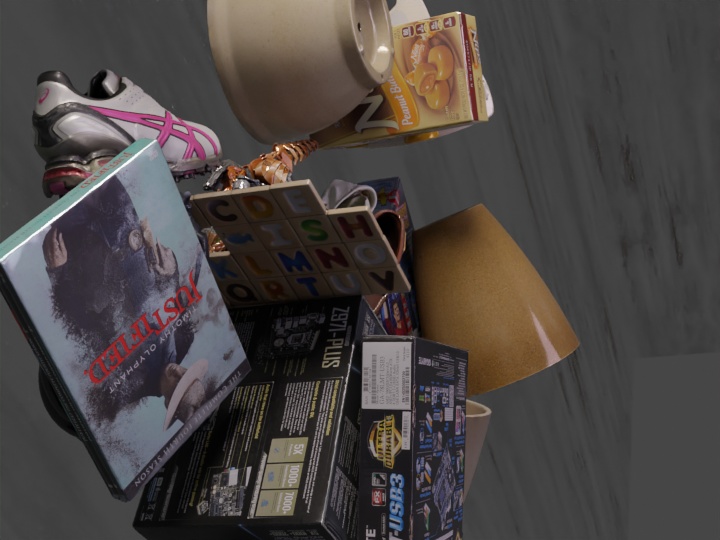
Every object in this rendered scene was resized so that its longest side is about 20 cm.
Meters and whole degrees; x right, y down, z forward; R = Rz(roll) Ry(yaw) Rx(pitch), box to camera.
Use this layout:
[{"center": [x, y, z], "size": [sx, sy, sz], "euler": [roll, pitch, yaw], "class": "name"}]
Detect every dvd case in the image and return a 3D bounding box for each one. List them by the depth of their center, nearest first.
[{"center": [-0.152, 0.034, 0.686], "size": [0.146, 0.022, 0.201], "euler": [-47, 133, -40], "class": "dvd case"}]

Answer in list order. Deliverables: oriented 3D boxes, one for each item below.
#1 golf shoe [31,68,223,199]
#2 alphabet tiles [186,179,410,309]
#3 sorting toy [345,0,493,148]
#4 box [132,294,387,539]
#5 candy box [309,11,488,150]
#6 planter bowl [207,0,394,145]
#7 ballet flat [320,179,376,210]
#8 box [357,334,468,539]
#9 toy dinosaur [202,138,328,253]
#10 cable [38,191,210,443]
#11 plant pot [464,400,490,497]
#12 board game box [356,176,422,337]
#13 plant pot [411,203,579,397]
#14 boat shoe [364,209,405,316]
[{"center": [-0.166, -0.107, 0.769], "size": [0.200, 0.072, 0.093], "euler": [-19, 100, -68], "class": "golf shoe"}, {"center": [-0.067, -0.007, 0.816], "size": [0.168, 0.198, 0.008], "euler": [60, 34, -45], "class": "alphabet tiles"}, {"center": [0.031, -0.244, 1.204], "size": [0.107, 0.199, 0.181], "euler": [-33, 113, -41], "class": "sorting toy"}, {"center": [-0.070, 0.130, 0.821], "size": [0.086, 0.162, 0.201], "euler": [58, 32, -45], "class": "box"}, {"center": [0.034, -0.205, 1.125], "size": [0.055, 0.198, 0.117], "euler": [-14, 96, -63], "class": "candy box"}, {"center": [-0.046, -0.236, 1.026], "size": [0.200, 0.134, 0.202], "euler": [-7, 90, -69], "class": "planter bowl"}, {"center": [-0.027, -0.041, 1.109], "size": [0.200, 0.069, 0.070], "euler": [-65, 142, -52], "class": "ballet flat"}, {"center": [0.046, 0.158, 0.827], "size": [0.200, 0.049, 0.200], "euler": [22, 70, -71], "class": "box"}, {"center": [-0.079, -0.060, 0.952], "size": [0.136, 0.102, 0.200], "euler": [50, 63, -21], "class": "toy dinosaur"}, {"center": [-0.161, 0.045, 0.727], "size": [0.163, 0.050, 0.202], "euler": [-23, 118, -56], "class": "cable"}, {"center": [0.024, 0.226, 1.032], "size": [0.187, 0.186, 0.202], "euler": [6, 92, -68], "class": "plant pot"}, {"center": [0.025, -0.002, 1.233], "size": [0.200, 0.061, 0.202], "euler": [-41, 121, -64], "class": "board game box"}, {"center": [0.143, 0.028, 1.233], "size": [0.201, 0.185, 0.186], "euler": [69, 23, -2], "class": "plant pot"}, {"center": [0.000, 0.000, 0.980], "size": [0.070, 0.070, 0.200], "euler": [35, 29, -9], "class": "boat shoe"}]
